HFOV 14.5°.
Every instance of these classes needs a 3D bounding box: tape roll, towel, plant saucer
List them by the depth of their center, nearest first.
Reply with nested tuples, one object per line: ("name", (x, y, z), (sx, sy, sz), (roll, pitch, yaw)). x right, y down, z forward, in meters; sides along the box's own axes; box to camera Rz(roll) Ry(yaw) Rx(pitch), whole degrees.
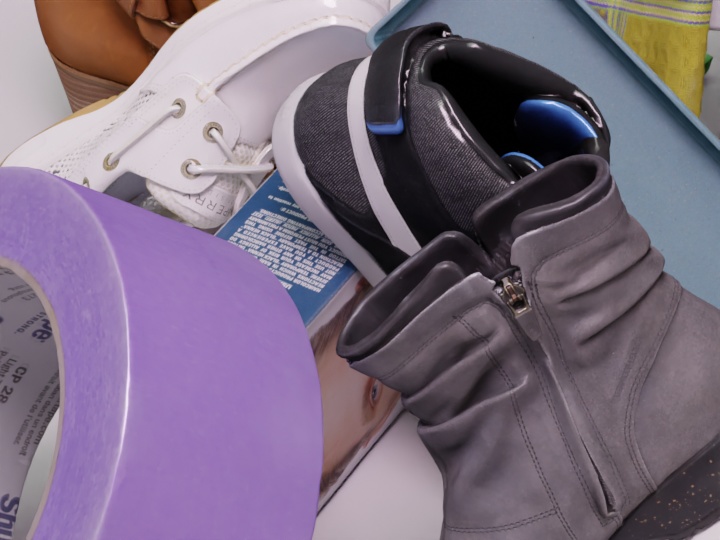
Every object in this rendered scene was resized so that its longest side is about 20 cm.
("tape roll", (-0.109, 0.072, 0.950), (0.085, 0.200, 0.200), (20, 24, -40))
("plant saucer", (0.095, -0.040, 1.057), (0.070, 0.200, 0.019), (-43, 6, 11))
("towel", (0.096, -0.132, 1.110), (0.023, 0.200, 0.144), (-3, 15, -23))

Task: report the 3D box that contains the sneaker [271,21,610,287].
("sneaker", (0.065, 0.000, 0.992), (0.112, 0.200, 0.073), (-22, 29, 54))

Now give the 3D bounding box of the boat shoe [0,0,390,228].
("boat shoe", (-0.063, -0.046, 1.131), (0.200, 0.071, 0.069), (-33, 50, 30))

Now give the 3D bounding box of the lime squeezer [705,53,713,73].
("lime squeezer", (0.121, -0.031, 1.148), (0.070, 0.038, 0.200), (-6, 41, 2))

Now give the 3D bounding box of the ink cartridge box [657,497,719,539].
("ink cartridge box", (0.123, 0.145, 0.895), (0.116, 0.067, 0.200), (-27, 30, 35))

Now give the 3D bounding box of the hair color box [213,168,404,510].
("hair color box", (0.000, 0.000, 1.085), (0.060, 0.100, 0.200), (22, 50, 25))

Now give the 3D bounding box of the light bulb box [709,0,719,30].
("light bulb box", (0.253, -0.153, 1.116), (0.198, 0.125, 0.200), (6, 10, 27))

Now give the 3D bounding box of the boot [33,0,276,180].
("boot", (-0.042, -0.111, 1.173), (0.200, 0.155, 0.074), (2, 42, 10))

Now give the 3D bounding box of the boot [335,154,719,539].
("boot", (0.034, 0.061, 0.926), (0.200, 0.132, 0.070), (-45, 24, 5))
